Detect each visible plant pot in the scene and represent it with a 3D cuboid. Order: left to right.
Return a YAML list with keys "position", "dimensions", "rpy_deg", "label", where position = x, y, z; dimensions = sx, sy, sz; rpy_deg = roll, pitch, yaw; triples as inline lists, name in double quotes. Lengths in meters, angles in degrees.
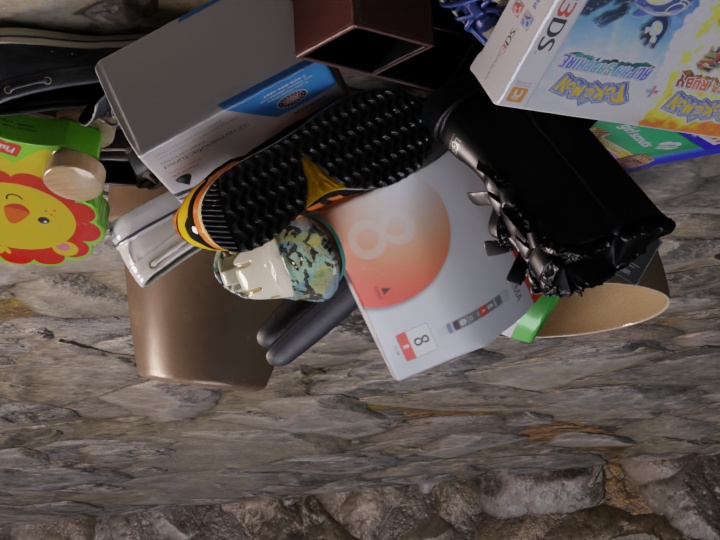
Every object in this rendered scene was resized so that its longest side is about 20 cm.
- position: [-0.130, 0.012, 1.700]
  dimensions: [0.199, 0.175, 0.200]
  rpy_deg: [7, 179, 0]
  label: "plant pot"
- position: [0.175, -0.027, 1.774]
  dimensions: [0.199, 0.135, 0.200]
  rpy_deg: [-3, 165, -1]
  label: "plant pot"

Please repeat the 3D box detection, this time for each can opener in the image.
- position: [0.000, 0.000, 1.498]
  dimensions: [0.079, 0.200, 0.063]
  rpy_deg: [46, -179, -27]
  label: "can opener"

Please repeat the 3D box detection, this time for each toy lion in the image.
- position: [-0.285, -0.072, 1.515]
  dimensions: [0.199, 0.069, 0.192]
  rpy_deg: [18, 145, -20]
  label: "toy lion"

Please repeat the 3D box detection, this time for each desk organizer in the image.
- position: [0.050, -0.171, 1.330]
  dimensions: [0.199, 0.077, 0.072]
  rpy_deg: [9, 161, -38]
  label: "desk organizer"

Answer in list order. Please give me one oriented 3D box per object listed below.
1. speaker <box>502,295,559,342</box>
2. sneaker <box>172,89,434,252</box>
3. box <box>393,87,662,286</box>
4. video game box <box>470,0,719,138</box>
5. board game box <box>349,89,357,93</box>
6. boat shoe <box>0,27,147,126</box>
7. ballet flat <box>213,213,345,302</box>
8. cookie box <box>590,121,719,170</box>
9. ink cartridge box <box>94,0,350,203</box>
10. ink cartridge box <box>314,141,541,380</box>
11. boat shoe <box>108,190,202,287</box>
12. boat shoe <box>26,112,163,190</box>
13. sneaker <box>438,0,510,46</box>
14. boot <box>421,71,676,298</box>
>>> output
- position: [0.070, -0.024, 1.579]
  dimensions: [0.200, 0.089, 0.088]
  rpy_deg: [31, 166, 7]
  label: "speaker"
- position: [-0.044, -0.072, 1.369]
  dimensions: [0.200, 0.070, 0.090]
  rpy_deg: [-28, -167, -28]
  label: "sneaker"
- position: [0.125, -0.067, 1.573]
  dimensions: [0.200, 0.044, 0.160]
  rpy_deg: [28, -176, -42]
  label: "box"
- position: [0.195, -0.174, 1.240]
  dimensions: [0.199, 0.047, 0.182]
  rpy_deg: [5, 132, -31]
  label: "video game box"
- position: [-0.069, -0.109, 1.634]
  dimensions: [0.199, 0.026, 0.200]
  rpy_deg: [7, 161, -34]
  label: "board game box"
- position: [-0.189, -0.137, 1.438]
  dimensions: [0.199, 0.062, 0.075]
  rpy_deg: [1, 162, -24]
  label: "boat shoe"
- position: [-0.066, -0.003, 1.449]
  dimensions: [0.074, 0.075, 0.200]
  rpy_deg: [1, 178, -15]
  label: "ballet flat"
- position: [0.214, -0.137, 1.491]
  dimensions: [0.199, 0.076, 0.171]
  rpy_deg: [-10, 164, 25]
  label: "cookie box"
- position: [-0.083, -0.115, 1.410]
  dimensions: [0.146, 0.086, 0.200]
  rpy_deg: [-28, 159, 3]
  label: "ink cartridge box"
- position: [0.086, -0.023, 1.438]
  dimensions: [0.199, 0.050, 0.163]
  rpy_deg: [-21, 120, 8]
  label: "ink cartridge box"
- position: [-0.100, -0.050, 1.562]
  dimensions: [0.199, 0.066, 0.072]
  rpy_deg: [-25, 175, -6]
  label: "boat shoe"
- position: [-0.205, -0.086, 1.572]
  dimensions: [0.199, 0.057, 0.067]
  rpy_deg: [6, 157, 2]
  label: "boat shoe"
- position: [0.081, -0.189, 1.256]
  dimensions: [0.199, 0.089, 0.075]
  rpy_deg: [8, 163, -30]
  label: "sneaker"
- position: [0.154, -0.080, 1.328]
  dimensions: [0.198, 0.163, 0.073]
  rpy_deg: [-24, 153, -22]
  label: "boot"
